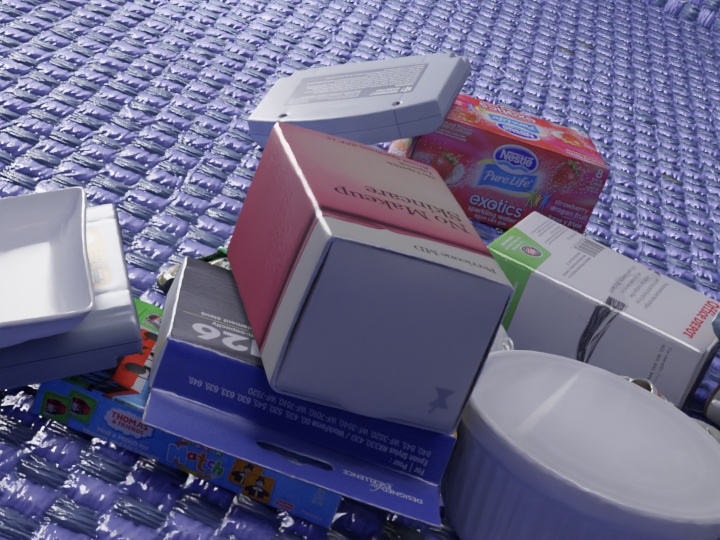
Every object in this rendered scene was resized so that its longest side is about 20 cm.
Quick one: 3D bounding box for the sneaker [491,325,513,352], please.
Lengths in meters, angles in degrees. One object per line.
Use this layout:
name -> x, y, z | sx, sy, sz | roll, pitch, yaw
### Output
sneaker -> 0.085, 0.062, 1.321 | 0.070, 0.073, 0.200 | 12, 23, -16

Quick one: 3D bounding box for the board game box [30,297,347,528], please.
board game box -> -0.098, 0.086, 1.138 | 0.199, 0.037, 0.151 | 22, 21, -1

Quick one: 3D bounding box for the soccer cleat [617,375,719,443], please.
soccer cleat -> 0.220, 0.121, 1.302 | 0.199, 0.078, 0.069 | 12, 23, -25

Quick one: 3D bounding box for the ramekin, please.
ramekin -> 0.145, 0.143, 1.154 | 0.201, 0.095, 0.203 | 19, 22, -8

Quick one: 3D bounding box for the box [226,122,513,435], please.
box -> 0.000, 0.000, 1.122 | 0.127, 0.109, 0.200 | 15, 20, -20

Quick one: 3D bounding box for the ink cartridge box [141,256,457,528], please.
ink cartridge box -> -0.035, 0.071, 1.124 | 0.197, 0.047, 0.200 | 20, 18, -9

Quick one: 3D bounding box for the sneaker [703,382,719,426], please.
sneaker -> 0.366, 0.138, 1.413 | 0.200, 0.067, 0.090 | 12, 26, -44

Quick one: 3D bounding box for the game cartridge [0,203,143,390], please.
game cartridge -> -0.214, 0.015, 1.124 | 0.132, 0.042, 0.200 | -8, 25, -10

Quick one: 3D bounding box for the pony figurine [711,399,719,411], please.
pony figurine -> 0.347, 0.127, 1.225 | 0.193, 0.167, 0.200 | 35, -19, 10

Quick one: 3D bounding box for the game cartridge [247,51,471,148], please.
game cartridge -> -0.002, -0.162, 1.680 | 0.199, 0.041, 0.133 | -4, 26, 22

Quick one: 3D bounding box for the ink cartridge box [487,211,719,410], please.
ink cartridge box -> 0.200, 0.041, 1.466 | 0.199, 0.084, 0.145 | 27, 22, 15

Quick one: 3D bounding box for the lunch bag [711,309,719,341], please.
lunch bag -> 0.385, 0.036, 1.401 | 0.169, 0.128, 0.200 | 21, -5, 21

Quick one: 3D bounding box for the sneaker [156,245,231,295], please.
sneaker -> -0.077, -0.012, 1.320 | 0.077, 0.089, 0.200 | 33, 24, 26

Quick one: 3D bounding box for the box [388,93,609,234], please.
box -> 0.136, -0.106, 1.741 | 0.199, 0.096, 0.100 | 16, 23, -14

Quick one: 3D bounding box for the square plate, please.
square plate -> -0.264, 0.010, 1.075 | 0.199, 0.029, 0.198 | -11, 25, -6
